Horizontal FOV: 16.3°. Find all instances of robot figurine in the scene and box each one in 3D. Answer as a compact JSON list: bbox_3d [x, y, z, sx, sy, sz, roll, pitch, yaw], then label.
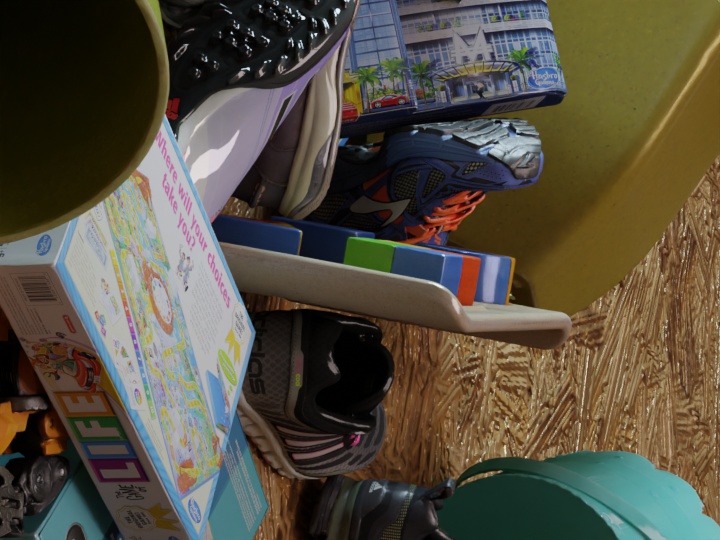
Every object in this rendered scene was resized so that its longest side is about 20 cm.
[{"bbox_3d":[-0.180,0.043,1.038,0.200,0.058,0.145,-1,89,-67],"label":"robot figurine"}]

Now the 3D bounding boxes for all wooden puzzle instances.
[{"bbox_3d":[0.000,0.000,1.317,0.200,0.185,0.046,14,86,-68],"label":"wooden puzzle"}]

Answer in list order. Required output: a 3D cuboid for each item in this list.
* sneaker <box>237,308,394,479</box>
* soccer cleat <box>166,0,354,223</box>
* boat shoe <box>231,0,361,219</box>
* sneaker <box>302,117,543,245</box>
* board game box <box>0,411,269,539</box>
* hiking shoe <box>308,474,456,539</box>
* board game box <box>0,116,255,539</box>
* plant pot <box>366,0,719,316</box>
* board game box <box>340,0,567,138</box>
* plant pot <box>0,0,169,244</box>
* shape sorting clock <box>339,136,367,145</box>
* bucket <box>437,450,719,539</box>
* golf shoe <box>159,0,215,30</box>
[{"bbox_3d":[-0.016,0.070,1.404,0.200,0.087,0.074,44,48,-60],"label":"sneaker"},{"bbox_3d":[-0.075,-0.068,1.236,0.200,0.068,0.073,-48,149,-23],"label":"soccer cleat"},{"bbox_3d":[-0.040,-0.128,1.299,0.074,0.073,0.200,130,-31,-75],"label":"boat shoe"},{"bbox_3d":[0.035,-0.040,1.401,0.075,0.200,0.078,-10,89,-33],"label":"sneaker"},{"bbox_3d":[-0.114,0.119,1.209,0.200,0.047,0.151,-63,144,-50],"label":"board game box"},{"bbox_3d":[0.035,0.210,1.499,0.076,0.101,0.200,-63,144,-50],"label":"hiking shoe"},{"bbox_3d":[-0.101,0.015,1.117,0.200,0.034,0.134,70,25,-45],"label":"board game box"},{"bbox_3d":[0.104,-0.081,1.556,0.200,0.194,0.196,-60,165,-12],"label":"plant pot"},{"bbox_3d":[0.003,-0.178,1.385,0.062,0.200,0.200,138,-59,-76],"label":"board game box"},{"bbox_3d":[-0.166,-0.142,0.969,0.187,0.187,0.200,64,17,-46],"label":"plant pot"},{"bbox_3d":[-0.010,-0.160,1.503,0.200,0.039,0.200,10,90,-71],"label":"shape sorting clock"},{"bbox_3d":[0.126,0.212,1.605,0.135,0.207,0.207,2,86,-62],"label":"bucket"},{"bbox_3d":[-0.065,-0.215,1.284,0.077,0.088,0.200,25,53,-19],"label":"golf shoe"}]
